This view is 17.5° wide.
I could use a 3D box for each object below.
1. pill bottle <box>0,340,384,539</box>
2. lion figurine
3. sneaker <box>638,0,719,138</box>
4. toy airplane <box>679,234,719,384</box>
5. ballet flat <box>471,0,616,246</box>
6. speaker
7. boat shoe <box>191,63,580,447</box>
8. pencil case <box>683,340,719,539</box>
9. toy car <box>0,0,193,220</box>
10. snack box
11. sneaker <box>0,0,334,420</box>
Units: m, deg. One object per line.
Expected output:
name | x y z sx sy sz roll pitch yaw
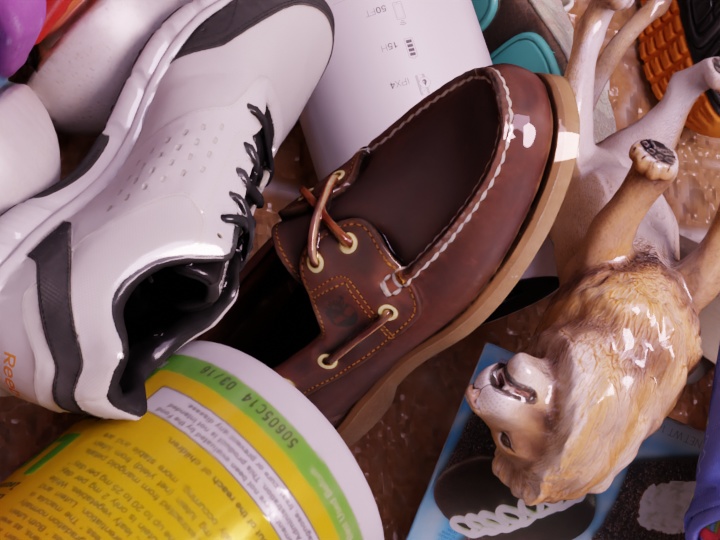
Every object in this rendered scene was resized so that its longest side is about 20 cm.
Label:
pill bottle | -0.095 0.122 0.772 0.200 0.111 0.111 -39 90 -31
lion figurine | 0.088 -0.013 0.834 0.072 0.123 0.200 23 34 -8
sneaker | 0.178 -0.148 1.025 0.092 0.076 0.200 14 67 -25
toy airplane | 0.202 0.062 0.912 0.199 0.141 0.201 -13 88 11
ballet flat | 0.071 -0.093 0.955 0.062 0.067 0.200 -7 71 -38
speaker | 0.013 -0.074 0.913 0.081 0.081 0.200 -12 77 -28
boat shoe | 0.000 0.000 0.812 0.070 0.200 0.071 14 44 -26
pencil case | 0.169 0.014 0.798 0.087 0.078 0.200 7 64 20
toy car | -0.147 -0.108 0.811 0.175 0.150 0.200 43 60 -5
snack box | 0.116 0.117 0.837 0.200 0.037 0.116 22 90 17
sneaker | -0.059 -0.022 0.812 0.080 0.074 0.200 17 57 31
